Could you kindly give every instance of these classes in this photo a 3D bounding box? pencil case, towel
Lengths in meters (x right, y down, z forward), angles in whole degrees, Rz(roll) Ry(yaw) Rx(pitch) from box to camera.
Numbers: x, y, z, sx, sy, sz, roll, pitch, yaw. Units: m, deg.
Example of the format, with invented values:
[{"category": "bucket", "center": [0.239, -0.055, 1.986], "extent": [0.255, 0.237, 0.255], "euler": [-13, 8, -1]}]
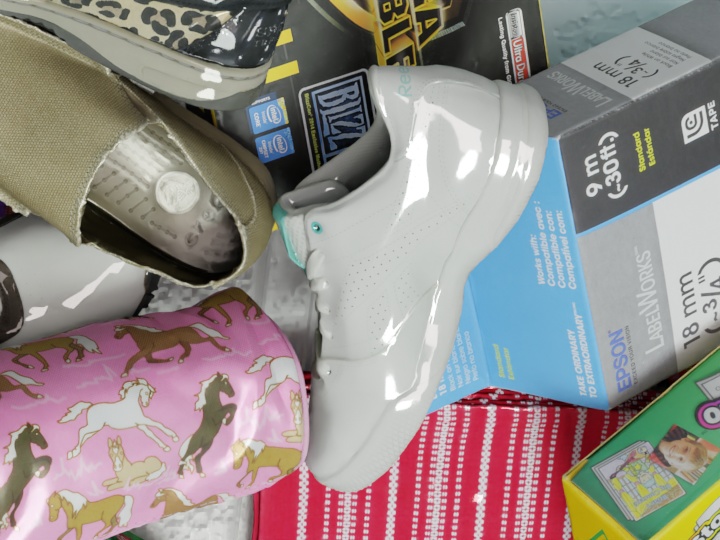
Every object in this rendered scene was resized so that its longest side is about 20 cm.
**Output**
[{"category": "pencil case", "center": [-0.115, 0.072, 0.903], "extent": [0.199, 0.083, 0.087], "euler": [-19, 142, -29]}, {"category": "towel", "center": [0.044, 0.117, 1.060], "extent": [0.199, 0.023, 0.145], "euler": [3, 115, -8]}]

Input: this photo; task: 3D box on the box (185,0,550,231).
[{"category": "box", "center": [-0.006, -0.133, 0.945], "extent": [0.159, 0.049, 0.201], "euler": [-19, 119, -16]}]

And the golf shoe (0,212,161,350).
[{"category": "golf shoe", "center": [-0.176, 0.024, 0.911], "extent": [0.199, 0.094, 0.078], "euler": [-21, 87, -7]}]

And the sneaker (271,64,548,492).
[{"category": "sneaker", "center": [0.000, 0.000, 0.921], "extent": [0.088, 0.075, 0.201], "euler": [14, 118, -18]}]

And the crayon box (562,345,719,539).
[{"category": "crayon box", "center": [0.192, 0.098, 1.038], "extent": [0.200, 0.058, 0.173], "euler": [-37, 142, -18]}]

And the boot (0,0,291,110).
[{"category": "boot", "center": [-0.100, -0.166, 0.832], "extent": [0.203, 0.074, 0.154], "euler": [26, 120, -6]}]

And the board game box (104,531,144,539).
[{"category": "board game box", "center": [-0.173, 0.189, 0.993], "extent": [0.200, 0.135, 0.029], "euler": [-41, 70, -1]}]

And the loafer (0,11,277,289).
[{"category": "loafer", "center": [-0.115, -0.055, 0.879], "extent": [0.199, 0.067, 0.076], "euler": [26, 103, -20]}]

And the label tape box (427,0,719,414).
[{"category": "label tape box", "center": [0.109, -0.019, 0.989], "extent": [0.199, 0.063, 0.145], "euler": [-26, 123, -19]}]

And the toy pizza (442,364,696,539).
[{"category": "toy pizza", "center": [0.107, 0.053, 1.078], "extent": [0.199, 0.032, 0.201], "euler": [-4, 106, -14]}]

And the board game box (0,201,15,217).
[{"category": "board game box", "center": [-0.199, -0.045, 0.963], "extent": [0.158, 0.039, 0.200], "euler": [-38, 111, -2]}]
